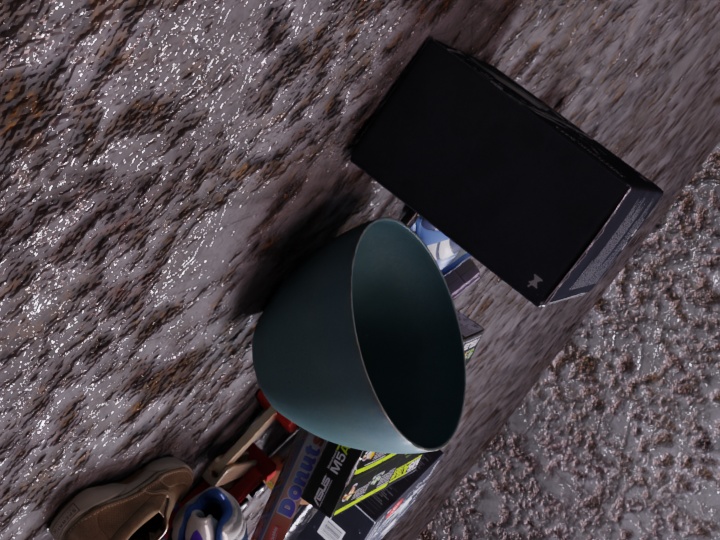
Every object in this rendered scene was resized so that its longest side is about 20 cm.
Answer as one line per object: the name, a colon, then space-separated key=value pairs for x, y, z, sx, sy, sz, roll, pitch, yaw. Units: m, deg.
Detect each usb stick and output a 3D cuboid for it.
usb stick: x=-0.074 y=0.331 z=1.899 sx=0.200 sy=0.033 sz=0.055 roll=-53 pitch=159 yaw=14

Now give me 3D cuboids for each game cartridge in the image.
game cartridge: x=0.070 y=0.038 z=1.460 sx=0.130 sy=0.038 sz=0.200 roll=-43 pitch=177 yaw=0

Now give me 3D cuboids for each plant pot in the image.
plant pot: x=-0.013 y=0.067 z=1.143 sx=0.135 sy=0.200 sz=0.200 roll=-15 pitch=-178 yaw=27

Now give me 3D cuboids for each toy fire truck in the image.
toy fire truck: x=-0.131 y=0.205 z=1.363 sx=0.200 sy=0.049 sz=0.141 roll=-42 pitch=164 yaw=-24

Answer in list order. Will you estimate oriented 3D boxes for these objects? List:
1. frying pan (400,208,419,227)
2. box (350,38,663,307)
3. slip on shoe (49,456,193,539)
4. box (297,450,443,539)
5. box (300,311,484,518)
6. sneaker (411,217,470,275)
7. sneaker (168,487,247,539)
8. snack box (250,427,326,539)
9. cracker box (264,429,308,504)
frying pan: x=-0.009 y=0.005 z=1.251 sx=0.115 sy=0.031 sz=0.190 roll=-26 pitch=150 yaw=-58
box: x=0.127 y=-0.078 z=1.101 sx=0.124 sy=0.200 sz=0.197 roll=-55 pitch=165 yaw=15
slip on shoe: x=-0.195 y=0.216 z=1.170 sx=0.076 sy=0.061 sz=0.200 roll=-52 pitch=166 yaw=10
box: x=0.012 y=0.352 z=2.067 sx=0.182 sy=0.104 sz=0.200 roll=-40 pitch=163 yaw=-39
box: x=0.038 y=0.147 z=1.389 sx=0.200 sy=0.047 sz=0.193 roll=-15 pitch=136 yaw=-60
sneaker: x=0.083 y=-0.049 z=1.329 sx=0.074 sy=0.082 sz=0.200 roll=-58 pitch=-169 yaw=-31
sneaker: x=-0.161 y=0.296 z=1.233 sx=0.200 sy=0.080 sz=0.147 roll=-65 pitch=159 yaw=-50
snack box: x=-0.069 y=0.215 z=1.388 sx=0.200 sy=0.024 sz=0.072 roll=-66 pitch=-171 yaw=-19
cracker box: x=-0.014 y=0.189 z=1.559 sx=0.200 sy=0.058 sz=0.134 roll=-42 pitch=-169 yaw=-27
